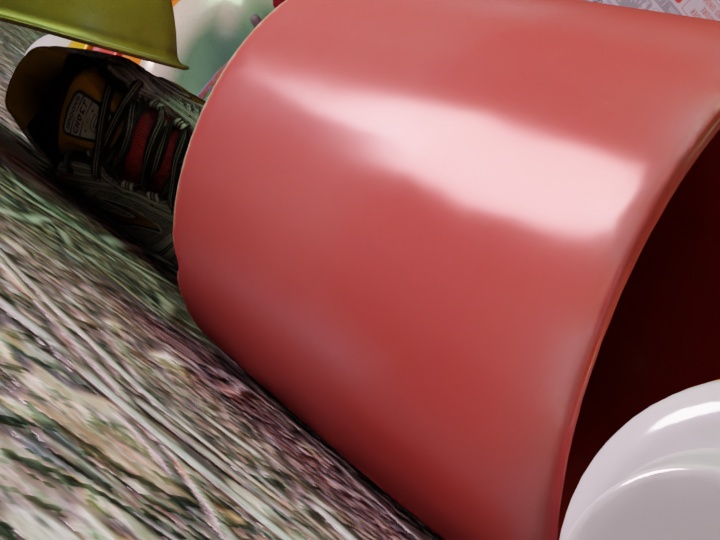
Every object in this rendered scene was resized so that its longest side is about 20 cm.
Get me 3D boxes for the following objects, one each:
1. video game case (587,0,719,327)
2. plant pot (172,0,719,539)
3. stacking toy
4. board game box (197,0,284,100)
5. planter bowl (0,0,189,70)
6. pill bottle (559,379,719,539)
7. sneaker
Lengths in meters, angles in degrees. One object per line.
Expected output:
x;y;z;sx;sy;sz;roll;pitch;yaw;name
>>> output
0.132;-0.038;0.740;0.200;0.181;0.045;51;30;8;video game case
0.046;-0.005;0.671;0.177;0.201;0.200;25;-4;30;plant pot
-0.128;-0.105;1.187;0.199;0.147;0.146;14;-15;43;stacking toy
-0.008;-0.105;0.910;0.199;0.158;0.039;-2;-49;40;board game box
-0.158;-0.150;0.842;0.199;0.084;0.200;15;4;-1;planter bowl
0.123;0.080;0.554;0.109;0.110;0.200;37;18;21;pill bottle
-0.089;-0.044;0.858;0.082;0.078;0.200;25;1;-42;sneaker
